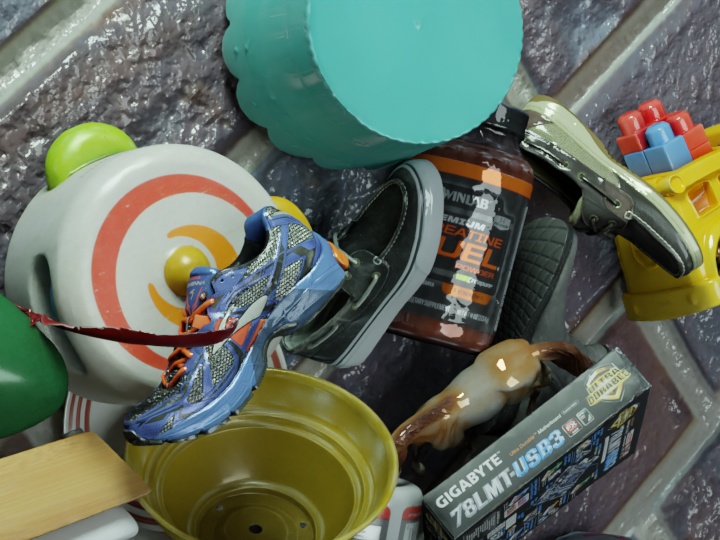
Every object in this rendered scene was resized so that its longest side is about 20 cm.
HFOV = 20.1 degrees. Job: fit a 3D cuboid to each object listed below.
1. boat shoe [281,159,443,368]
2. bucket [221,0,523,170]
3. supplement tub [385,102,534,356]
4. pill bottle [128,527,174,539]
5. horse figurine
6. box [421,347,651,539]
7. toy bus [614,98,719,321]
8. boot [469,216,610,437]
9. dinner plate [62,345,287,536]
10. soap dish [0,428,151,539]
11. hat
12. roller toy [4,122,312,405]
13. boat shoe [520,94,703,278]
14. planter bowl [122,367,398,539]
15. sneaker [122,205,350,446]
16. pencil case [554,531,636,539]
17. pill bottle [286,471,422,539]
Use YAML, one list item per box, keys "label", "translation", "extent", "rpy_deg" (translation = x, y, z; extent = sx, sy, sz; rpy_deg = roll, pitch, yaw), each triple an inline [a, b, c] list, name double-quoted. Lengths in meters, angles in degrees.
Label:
- label: "boat shoe"
  translation: [0.000, 0.000, 1.554]
  extent: [0.071, 0.072, 0.200]
  rpy_deg: [3, 128, -33]
- label: "bucket"
  translation: [0.014, -0.176, 1.513]
  extent: [0.207, 0.135, 0.207]
  rpy_deg: [1, 87, -26]
- label: "supplement tub"
  translation: [0.077, -0.038, 1.630]
  extent: [0.107, 0.107, 0.200]
  rpy_deg: [16, 87, -38]
- label: "pill bottle"
  translation: [-0.186, 0.295, 1.474]
  extent: [0.112, 0.112, 0.200]
  rpy_deg: [-4, 105, -37]
- label: "horse figurine"
  translation: [0.099, 0.107, 1.620]
  extent: [0.200, 0.050, 0.133]
  rpy_deg: [-33, 152, -3]
- label: "box"
  translation: [0.141, 0.164, 1.642]
  extent: [0.198, 0.050, 0.200]
  rpy_deg: [-38, 163, -9]
- label: "toy bus"
  translation: [0.308, -0.068, 1.800]
  extent: [0.200, 0.136, 0.192]
  rpy_deg: [-25, 96, -34]
- label: "boot"
  translation: [0.168, 0.057, 1.745]
  extent: [0.132, 0.070, 0.200]
  rpy_deg: [14, 101, -39]
- label: "dinner plate"
  translation: [-0.141, 0.108, 1.539]
  extent: [0.200, 0.024, 0.200]
  rpy_deg: [-7, 101, -37]
- label: "soap dish"
  translation: [-0.258, 0.176, 1.349]
  extent: [0.157, 0.200, 0.081]
  rpy_deg: [-16, 83, -46]
- label: "hat"
  translation: [-0.204, 0.067, 1.348]
  extent: [0.176, 0.200, 0.166]
  rpy_deg: [6, 107, -21]
- label: "roller toy"
  translation: [-0.143, 0.006, 1.427]
  extent: [0.200, 0.140, 0.183]
  rpy_deg: [28, 74, -25]
- label: "boat shoe"
  translation: [0.198, -0.059, 1.698]
  extent: [0.200, 0.073, 0.065]
  rpy_deg: [43, 74, 12]
- label: "planter bowl"
  translation: [-0.076, 0.166, 1.492]
  extent: [0.200, 0.200, 0.083]
  rpy_deg: [-22, 136, -33]
- label: "sneaker"
  translation: [-0.095, 0.037, 1.345]
  extent: [0.078, 0.075, 0.200]
  rpy_deg: [49, 61, -19]
- label: "pencil case"
  translation: [0.206, 0.332, 1.796]
  extent: [0.083, 0.091, 0.200]
  rpy_deg: [0, 96, -17]
- label: "pill bottle"
  translation: [-0.023, 0.258, 1.594]
  extent: [0.116, 0.116, 0.200]
  rpy_deg: [10, 91, -38]
